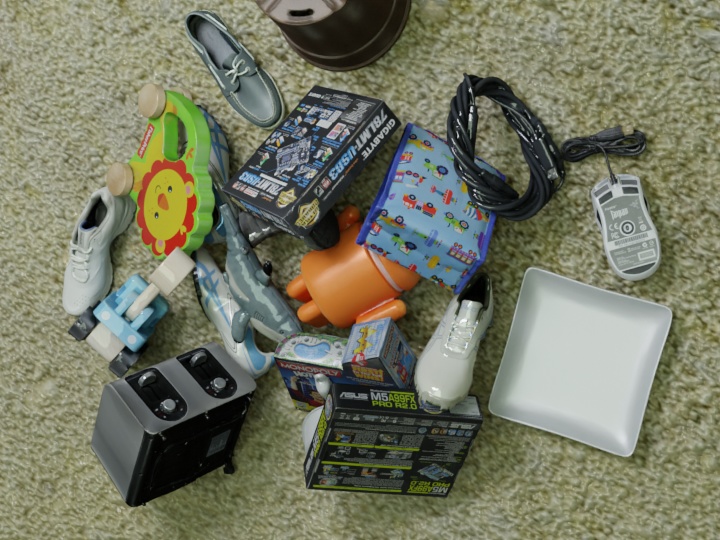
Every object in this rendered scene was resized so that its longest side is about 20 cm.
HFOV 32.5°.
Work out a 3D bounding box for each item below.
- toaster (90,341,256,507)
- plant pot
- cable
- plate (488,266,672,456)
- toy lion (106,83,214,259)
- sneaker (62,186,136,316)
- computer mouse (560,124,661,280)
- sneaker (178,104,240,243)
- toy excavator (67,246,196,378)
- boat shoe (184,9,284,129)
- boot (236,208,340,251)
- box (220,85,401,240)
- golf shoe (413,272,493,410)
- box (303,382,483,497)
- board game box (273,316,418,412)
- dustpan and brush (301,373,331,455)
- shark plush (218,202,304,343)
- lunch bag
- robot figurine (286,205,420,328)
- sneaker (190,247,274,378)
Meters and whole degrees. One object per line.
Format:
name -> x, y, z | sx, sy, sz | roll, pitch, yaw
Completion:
toaster -> -0.250, 0.208, 1.650 | 0.119, 0.180, 0.201 | 47, 137, 26
plant pot -> -0.050, -0.375, 1.612 | 0.197, 0.198, 0.203 | 0, 91, 15
cable -> 0.173, -0.160, 1.582 | 0.201, 0.162, 0.051 | 59, 146, -3
plate -> 0.285, 0.118, 1.607 | 0.198, 0.032, 0.202 | 16, 93, 15
toy lion -> -0.256, -0.125, 1.676 | 0.192, 0.068, 0.202 | 44, 118, 35
sneaker -> -0.389, -0.031, 1.761 | 0.074, 0.087, 0.203 | 19, 96, 13
computer mouse -> 0.333, -0.083, 1.591 | 0.108, 0.044, 0.203 | -14, 81, 10
sneaker -> -0.219, -0.136, 1.717 | 0.071, 0.072, 0.203 | -19, 86, 42
toy excavator -> -0.300, 0.042, 1.687 | 0.100, 0.195, 0.200 | 42, 93, -6
boat shoe -> -0.180, -0.280, 1.717 | 0.073, 0.062, 0.201 | -37, 81, 12
boot -> -0.101, -0.063, 1.649 | 0.131, 0.201, 0.070 | -30, 119, 12
box -> -0.067, -0.146, 1.602 | 0.199, 0.199, 0.050 | -51, 121, -9
golf shoe -> 0.121, 0.082, 1.566 | 0.077, 0.201, 0.098 | 17, 135, 8
box -> 0.040, 0.220, 1.580 | 0.197, 0.045, 0.161 | 6, 131, -15
board game box -> -0.004, 0.127, 1.599 | 0.197, 0.201, 0.062 | 9, 58, 15
dustpan and brush -> -0.027, 0.199, 1.627 | 0.138, 0.200, 0.058 | -5, 61, 15
shark plush -> -0.132, 0.003, 1.634 | 0.083, 0.090, 0.203 | -8, 97, 52
lunch bag -> 0.102, -0.098, 1.582 | 0.149, 0.094, 0.202 | 26, 56, -5
robot figurine -> -0.001, -0.002, 1.641 | 0.199, 0.144, 0.117 | -31, 120, 13
sneaker -> -0.180, 0.055, 1.712 | 0.072, 0.072, 0.202 | -25, 81, -10
